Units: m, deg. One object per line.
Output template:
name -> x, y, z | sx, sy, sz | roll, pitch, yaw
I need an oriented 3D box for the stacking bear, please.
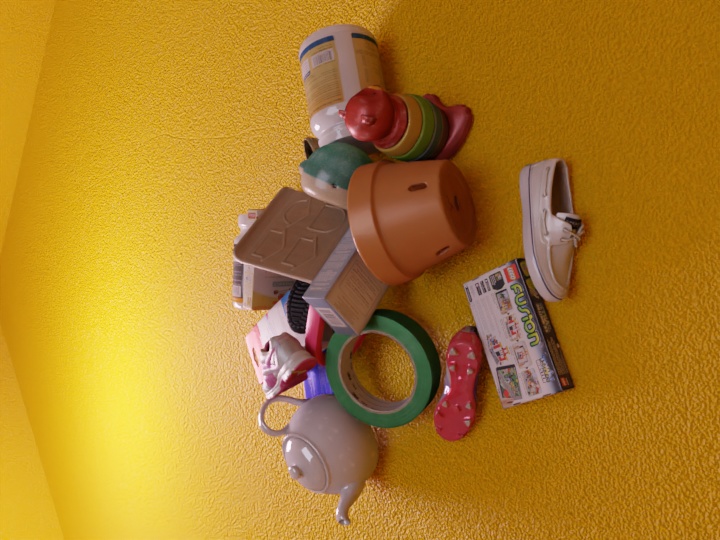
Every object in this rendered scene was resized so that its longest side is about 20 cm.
stacking bear -> 0.059, -0.232, 1.026 | 0.121, 0.200, 0.114 | 34, 112, 42

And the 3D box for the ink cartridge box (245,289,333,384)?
ink cartridge box -> -0.144, 0.135, 1.299 | 0.200, 0.067, 0.116 | -42, 60, 41

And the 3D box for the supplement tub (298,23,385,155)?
supplement tub -> -0.026, -0.313, 1.162 | 0.145, 0.145, 0.200 | -19, 77, 46

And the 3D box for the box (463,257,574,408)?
box -> 0.231, 0.094, 0.973 | 0.110, 0.035, 0.200 | -30, 69, 44

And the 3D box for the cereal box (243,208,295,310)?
cereal box -> -0.164, -0.023, 1.325 | 0.039, 0.144, 0.200 | 11, 100, 47

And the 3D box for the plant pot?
plant pot -> 0.091, -0.087, 1.023 | 0.140, 0.200, 0.200 | -13, 81, 30

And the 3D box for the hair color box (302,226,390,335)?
hair color box -> 0.000, 0.000, 1.098 | 0.061, 0.099, 0.200 | -1, 48, 48

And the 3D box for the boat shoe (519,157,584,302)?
boat shoe -> 0.271, -0.058, 0.904 | 0.070, 0.071, 0.200 | -16, 73, 50

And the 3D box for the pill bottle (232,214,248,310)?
pill bottle -> -0.215, -0.018, 1.401 | 0.116, 0.116, 0.200 | 5, 94, 48

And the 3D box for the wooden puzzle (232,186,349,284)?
wooden puzzle -> -0.102, -0.059, 1.178 | 0.200, 0.185, 0.046 | 18, 150, 29

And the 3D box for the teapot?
teapot -> -0.077, 0.332, 1.205 | 0.200, 0.146, 0.198 | 3, 111, 45

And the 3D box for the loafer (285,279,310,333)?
loafer -> -0.079, 0.025, 1.215 | 0.073, 0.071, 0.200 | 14, 75, 13

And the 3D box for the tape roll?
tape roll -> 0.037, 0.168, 1.126 | 0.200, 0.048, 0.201 | 6, 103, 26

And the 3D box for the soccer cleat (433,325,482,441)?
soccer cleat -> 0.160, 0.183, 1.044 | 0.067, 0.076, 0.200 | 12, 119, 18

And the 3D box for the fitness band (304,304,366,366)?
fitness band -> -0.037, 0.081, 1.180 | 0.037, 0.144, 0.200 | 30, 123, 36

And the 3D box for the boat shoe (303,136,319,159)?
boat shoe -> -0.073, -0.162, 1.262 | 0.073, 0.063, 0.201 | -23, 68, 56

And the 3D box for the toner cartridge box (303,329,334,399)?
toner cartridge box -> -0.077, 0.167, 1.308 | 0.095, 0.043, 0.200 | -13, 82, 46

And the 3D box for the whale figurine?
whale figurine -> -0.027, -0.171, 1.139 | 0.159, 0.200, 0.104 | 20, 105, 2

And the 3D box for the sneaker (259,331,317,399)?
sneaker -> -0.142, 0.168, 1.196 | 0.088, 0.081, 0.200 | 56, 146, 13
